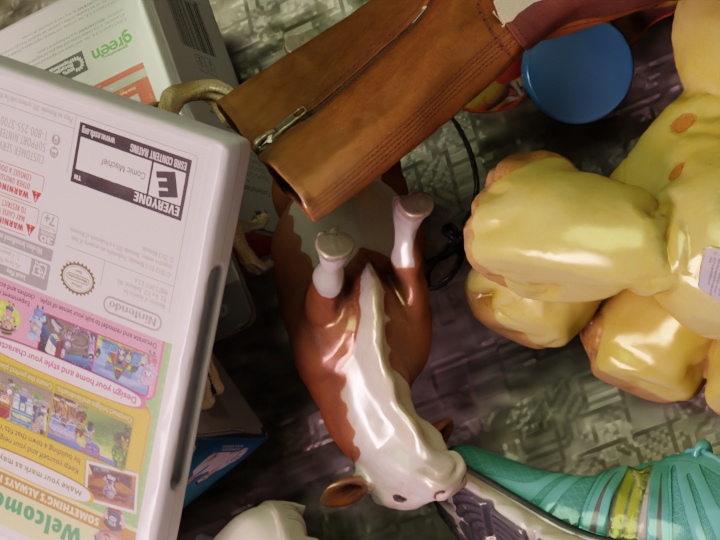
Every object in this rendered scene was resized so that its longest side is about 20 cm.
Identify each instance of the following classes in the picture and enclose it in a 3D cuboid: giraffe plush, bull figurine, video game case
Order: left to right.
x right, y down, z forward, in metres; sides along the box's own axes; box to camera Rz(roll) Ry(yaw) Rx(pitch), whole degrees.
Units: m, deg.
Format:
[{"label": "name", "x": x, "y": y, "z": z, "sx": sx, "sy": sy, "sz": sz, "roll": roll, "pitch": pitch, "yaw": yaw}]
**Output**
[{"label": "video game case", "x": -0.142, "y": 0.010, "z": 0.877, "sx": 0.200, "sy": 0.022, "sz": 0.182, "roll": 20, "pitch": 107, "yaw": 27}, {"label": "bull figurine", "x": 0.000, "y": 0.000, "z": 0.919, "sx": 0.065, "sy": 0.121, "sz": 0.200, "roll": -6, "pitch": 47, "yaw": -11}, {"label": "giraffe plush", "x": 0.143, "y": -0.048, "z": 0.874, "sx": 0.172, "sy": 0.200, "sz": 0.162, "roll": 23, "pitch": 72, "yaw": -7}]

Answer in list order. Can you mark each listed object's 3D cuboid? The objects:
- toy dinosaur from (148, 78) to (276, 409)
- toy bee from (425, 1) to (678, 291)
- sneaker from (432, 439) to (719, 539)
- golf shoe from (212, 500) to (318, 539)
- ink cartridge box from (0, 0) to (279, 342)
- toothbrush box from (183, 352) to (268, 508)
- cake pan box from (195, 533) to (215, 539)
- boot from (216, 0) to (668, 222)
[{"label": "toy dinosaur", "x": -0.098, "y": -0.042, "z": 0.909, "sx": 0.101, "sy": 0.058, "sz": 0.200, "roll": -31, "pitch": 74, "yaw": -36}, {"label": "toy bee", "x": 0.065, "y": -0.103, "z": 0.964, "sx": 0.200, "sy": 0.109, "sz": 0.131, "roll": -52, "pitch": 13, "yaw": -15}, {"label": "sneaker", "x": 0.119, "y": 0.107, "z": 0.906, "sx": 0.200, "sy": 0.078, "sz": 0.080, "roll": 15, "pitch": 57, "yaw": 28}, {"label": "golf shoe", "x": -0.094, "y": 0.166, "z": 0.880, "sx": 0.200, "sy": 0.097, "sz": 0.078, "roll": -57, "pitch": 27, "yaw": 10}, {"label": "ink cartridge box", "x": -0.143, "y": -0.016, "z": 1.056, "sx": 0.200, "sy": 0.084, "sz": 0.176, "roll": -24, "pitch": 77, "yaw": 18}, {"label": "toothbrush box", "x": -0.165, "y": 0.073, "z": 0.968, "sx": 0.200, "sy": 0.085, "sz": 0.146, "roll": -39, "pitch": 73, "yaw": 15}, {"label": "cake pan box", "x": -0.020, "y": 0.223, "z": 0.934, "sx": 0.184, "sy": 0.052, "sz": 0.200, "roll": 19, "pitch": 81, "yaw": 29}, {"label": "boot", "x": 0.054, "y": -0.088, "z": 0.813, "sx": 0.200, "sy": 0.069, "sz": 0.188, "roll": -35, "pitch": 33, "yaw": -10}]
